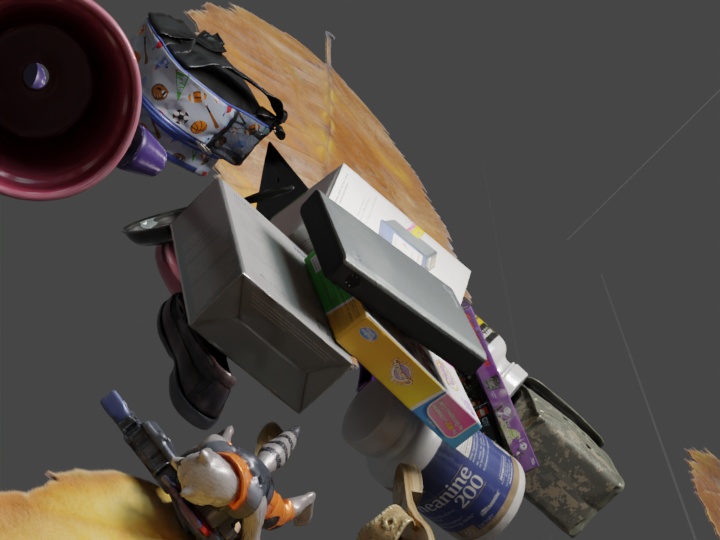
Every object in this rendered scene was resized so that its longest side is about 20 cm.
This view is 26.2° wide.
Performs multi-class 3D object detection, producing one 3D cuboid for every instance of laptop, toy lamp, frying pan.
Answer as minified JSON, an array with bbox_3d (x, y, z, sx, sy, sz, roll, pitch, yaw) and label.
[{"bbox_3d":[-0.046,-0.030,1.922,0.199,0.116,0.188,28,18,-48],"label":"laptop"},{"bbox_3d":[-0.299,-0.165,1.734,0.199,0.058,0.058,34,19,-40],"label":"toy lamp"},{"bbox_3d":[-0.161,-0.060,1.644,0.115,0.187,0.031,-124,-159,-79],"label":"frying pan"}]

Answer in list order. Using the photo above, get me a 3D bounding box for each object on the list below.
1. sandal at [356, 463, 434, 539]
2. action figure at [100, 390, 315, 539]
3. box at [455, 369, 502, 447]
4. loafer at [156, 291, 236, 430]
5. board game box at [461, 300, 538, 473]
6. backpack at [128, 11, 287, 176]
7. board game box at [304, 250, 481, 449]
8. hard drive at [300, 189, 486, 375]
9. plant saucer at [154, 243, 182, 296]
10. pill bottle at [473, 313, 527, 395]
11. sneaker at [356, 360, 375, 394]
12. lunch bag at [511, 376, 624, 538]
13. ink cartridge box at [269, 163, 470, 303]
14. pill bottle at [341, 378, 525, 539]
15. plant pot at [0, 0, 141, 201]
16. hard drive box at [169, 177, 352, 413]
[{"bbox_3d":[0.029,0.263,1.526,0.069,0.079,0.212,8,27,-8],"label":"sandal"},{"bbox_3d":[-0.120,0.158,1.306,0.201,0.104,0.193,50,6,8],"label":"action figure"},{"bbox_3d":[0.131,0.180,1.866,0.201,0.037,0.137,69,-5,-45],"label":"box"},{"bbox_3d":[-0.151,0.075,1.500,0.072,0.063,0.201,35,19,-27],"label":"loafer"},{"bbox_3d":[0.147,0.131,1.803,0.120,0.032,0.202,-106,173,-82],"label":"board game box"},{"bbox_3d":[-0.219,-0.224,1.923,0.200,0.154,0.190,48,6,33],"label":"backpack"},{"bbox_3d":[0.033,0.074,1.579,0.200,0.040,0.154,45,12,-33],"label":"board game box"},{"bbox_3d":[0.032,0.013,1.543,0.199,0.033,0.140,36,17,-30],"label":"hard drive"},{"bbox_3d":[-0.136,0.023,1.698,0.200,0.051,0.201,41,15,-14],"label":"plant saucer"},{"bbox_3d":[0.115,0.102,2.004,0.199,0.113,0.112,40,14,9],"label":"pill bottle"},{"bbox_3d":[0.042,0.146,1.827,0.202,0.088,0.080,65,-26,1],"label":"sneaker"},{"bbox_3d":[0.244,0.231,2.057,0.164,0.118,0.200,41,10,-16],"label":"lunch bag"},{"bbox_3d":[0.000,0.000,1.705,0.199,0.145,0.088,40,46,-16],"label":"ink cartridge box"},{"bbox_3d":[0.077,0.204,1.684,0.199,0.111,0.111,38,17,-25],"label":"pill bottle"},{"bbox_3d":[-0.316,-0.179,1.512,0.200,0.200,0.179,41,0,-16],"label":"plant pot"},{"bbox_3d":[-0.101,0.022,1.527,0.156,0.077,0.201,42,14,-28],"label":"hard drive box"}]
